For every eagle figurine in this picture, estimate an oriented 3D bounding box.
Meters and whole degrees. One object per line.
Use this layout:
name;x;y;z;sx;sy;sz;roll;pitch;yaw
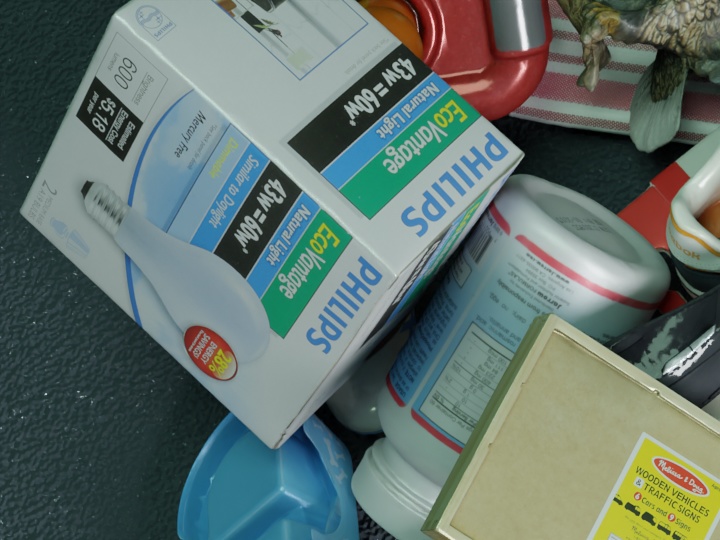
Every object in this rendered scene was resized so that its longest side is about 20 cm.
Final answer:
eagle figurine;0.211;-0.170;1.431;0.199;0.151;0.153;-18;77;-2

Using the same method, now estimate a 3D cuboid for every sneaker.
sneaker;0.000;0.000;1.495;0.071;0.073;0.202;-6;66;15
sneaker;0.254;-0.055;1.349;0.199;0.079;0.079;-34;59;1

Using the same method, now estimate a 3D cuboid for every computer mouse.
computer mouse;0.188;0.029;1.288;0.199;0.141;0.046;-26;69;-6

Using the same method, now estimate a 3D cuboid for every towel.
towel;0.183;-0.170;1.536;0.145;0.030;0.201;10;71;21

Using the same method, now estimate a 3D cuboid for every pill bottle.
pill bottle;0.077;0.056;1.390;0.109;0.108;0.201;41;110;30

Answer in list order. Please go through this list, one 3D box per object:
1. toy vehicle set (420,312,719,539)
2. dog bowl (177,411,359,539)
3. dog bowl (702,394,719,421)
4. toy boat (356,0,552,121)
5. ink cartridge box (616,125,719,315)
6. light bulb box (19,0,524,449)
toy vehicle set;0.143;0.127;1.255;0.199;0.027;0.125;33;76;-8
dog bowl;-0.048;0.157;1.410;0.111;0.049;0.201;-41;32;27
dog bowl;0.247;0.143;1.337;0.198;0.079;0.202;-8;64;16
toy boat;0.009;-0.132;1.430;0.198;0.131;0.132;-9;106;6
ink cartridge box;0.247;-0.034;1.425;0.200;0.067;0.116;-38;59;0
light bulb box;-0.052;-0.046;1.358;0.200;0.198;0.125;42;52;6
